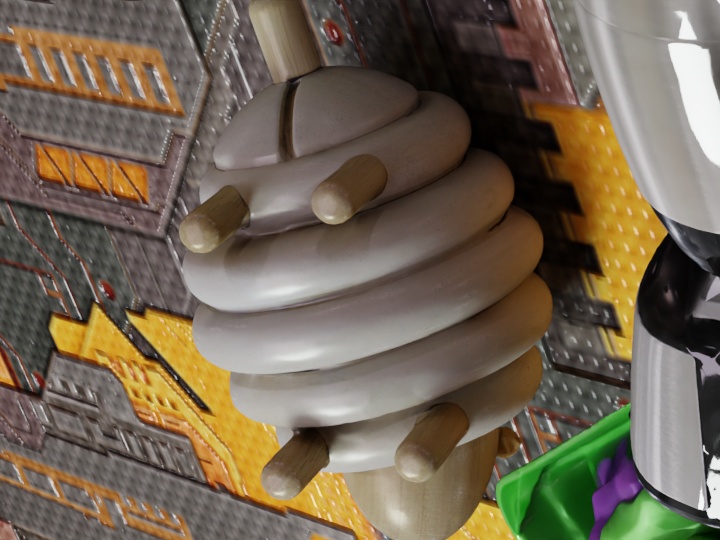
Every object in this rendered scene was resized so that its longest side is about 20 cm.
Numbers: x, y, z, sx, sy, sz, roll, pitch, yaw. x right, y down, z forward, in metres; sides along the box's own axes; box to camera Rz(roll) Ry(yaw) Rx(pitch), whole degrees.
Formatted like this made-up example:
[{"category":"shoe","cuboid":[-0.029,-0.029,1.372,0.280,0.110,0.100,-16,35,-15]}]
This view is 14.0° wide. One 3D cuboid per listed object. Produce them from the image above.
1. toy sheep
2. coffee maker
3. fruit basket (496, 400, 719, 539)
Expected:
[{"category":"toy sheep","cuboid":[0.000,0.000,1.009,0.138,0.138,0.200,6,114,54]},{"category":"coffee maker","cuboid":[0.146,-0.022,0.757,0.192,0.135,0.200,23,139,43]},{"category":"fruit basket","cuboid":[0.119,0.136,0.899,0.216,0.216,0.156,54,152,2]}]
